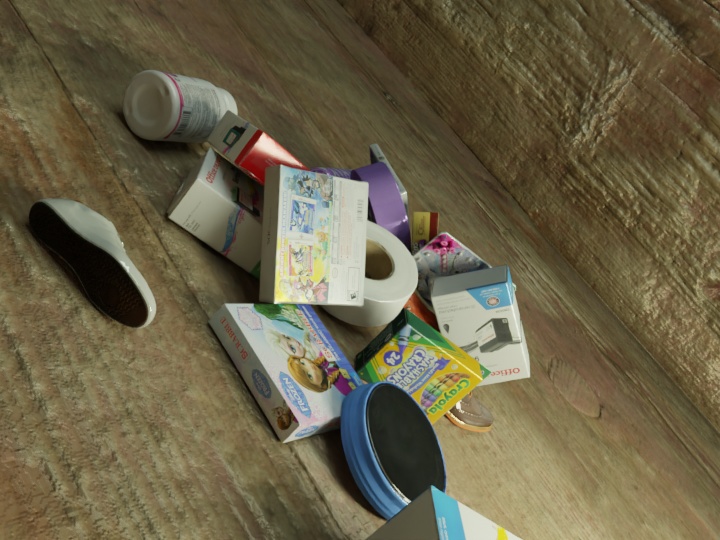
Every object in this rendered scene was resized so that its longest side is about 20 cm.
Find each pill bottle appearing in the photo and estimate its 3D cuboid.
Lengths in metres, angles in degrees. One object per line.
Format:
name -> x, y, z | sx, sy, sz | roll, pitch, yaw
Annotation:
pill bottle -> -0.308, -0.282, 1.309 | 0.114, 0.113, 0.200 | 48, 21, 11

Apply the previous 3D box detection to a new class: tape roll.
tape roll -> 0.000, 0.000, 1.317 | 0.201, 0.071, 0.203 | 18, 41, -16
tape roll -> 0.040, -0.118, 1.538 | 0.200, 0.065, 0.202 | 163, -90, -81

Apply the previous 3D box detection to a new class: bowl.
bowl -> 0.051, 0.246, 1.031 | 0.200, 0.039, 0.202 | 41, 31, -32

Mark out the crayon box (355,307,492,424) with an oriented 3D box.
crayon box -> 0.106, 0.166, 1.215 | 0.199, 0.126, 0.052 | 36, 23, -20

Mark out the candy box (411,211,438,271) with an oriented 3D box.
candy box -> 0.133, -0.039, 1.544 | 0.200, 0.056, 0.118 | 73, 20, -79

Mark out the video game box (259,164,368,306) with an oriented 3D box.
video game box -> -0.068, -0.047, 1.145 | 0.181, 0.047, 0.202 | 6, 86, -46

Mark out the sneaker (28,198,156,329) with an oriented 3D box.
sneaker -> -0.302, -0.018, 0.901 | 0.200, 0.073, 0.085 | 46, 24, 9

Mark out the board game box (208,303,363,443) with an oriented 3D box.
board game box -> -0.088, 0.134, 1.046 | 0.201, 0.041, 0.199 | 53, 23, 22

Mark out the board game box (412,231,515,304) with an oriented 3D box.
board game box -> 0.164, 0.041, 1.451 | 0.199, 0.200, 0.026 | 35, 36, -21

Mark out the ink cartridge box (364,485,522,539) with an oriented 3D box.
ink cartridge box -> 0.110, 0.372, 0.825 | 0.199, 0.147, 0.145 | 34, 24, -22

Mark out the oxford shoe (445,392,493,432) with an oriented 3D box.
oxford shoe -> 0.171, 0.216, 1.311 | 0.199, 0.073, 0.072 | 35, 23, -23

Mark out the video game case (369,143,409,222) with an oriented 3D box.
video game case -> 0.066, -0.144, 1.618 | 0.201, 0.023, 0.183 | 81, -12, -45

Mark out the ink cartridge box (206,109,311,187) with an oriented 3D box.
ink cartridge box -> -0.156, -0.177, 1.199 | 0.116, 0.067, 0.200 | 36, 2, -38

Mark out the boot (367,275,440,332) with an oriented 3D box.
boot -> 0.089, 0.085, 1.409 | 0.199, 0.075, 0.108 | 37, 28, -21

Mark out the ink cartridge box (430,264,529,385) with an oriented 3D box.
ink cartridge box -> 0.225, 0.108, 1.394 | 0.084, 0.144, 0.202 | -69, 144, -64

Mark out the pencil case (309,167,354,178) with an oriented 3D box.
pencil case -> -0.056, -0.178, 1.608 | 0.200, 0.083, 0.086 | -18, 90, -65

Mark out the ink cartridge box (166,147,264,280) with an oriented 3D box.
ink cartridge box -> -0.193, -0.087, 1.196 | 0.199, 0.084, 0.145 | 36, 21, -19
